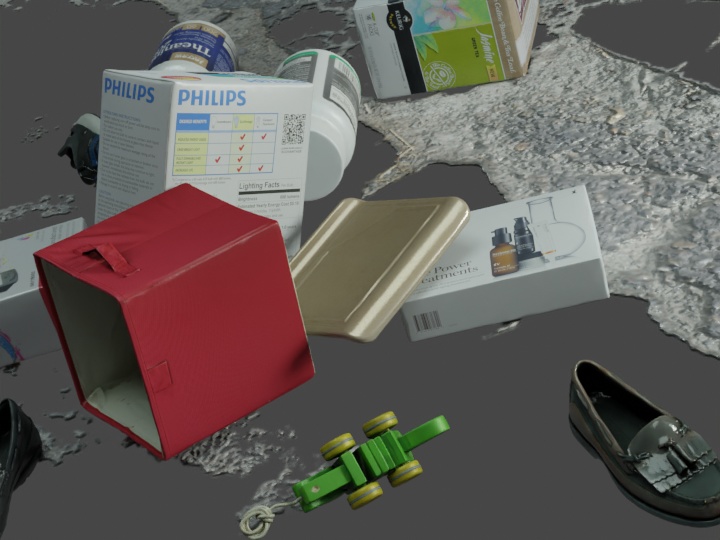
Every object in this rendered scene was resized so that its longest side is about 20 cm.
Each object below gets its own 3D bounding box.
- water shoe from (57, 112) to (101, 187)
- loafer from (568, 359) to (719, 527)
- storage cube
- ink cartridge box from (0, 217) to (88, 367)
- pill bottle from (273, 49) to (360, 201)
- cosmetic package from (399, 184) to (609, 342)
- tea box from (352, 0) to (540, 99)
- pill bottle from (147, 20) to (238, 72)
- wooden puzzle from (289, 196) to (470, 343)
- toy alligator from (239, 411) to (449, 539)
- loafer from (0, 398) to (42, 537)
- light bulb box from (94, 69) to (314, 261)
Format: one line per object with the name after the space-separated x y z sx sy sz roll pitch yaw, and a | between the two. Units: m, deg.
-0.311 -0.133 2.089 0.079 0.071 0.200 -53 38 -4 | water shoe
0.226 0.137 1.336 0.072 0.063 0.200 -27 31 -16 | loafer
-0.175 0.042 1.579 0.179 0.201 0.171 -28 30 -29 | storage cube
-0.384 0.033 1.811 0.199 0.086 0.148 -16 30 1 | ink cartridge box
-0.060 -0.170 1.951 0.113 0.113 0.200 -11 30 11 | pill bottle
0.137 -0.009 1.642 0.199 0.052 0.151 -13 27 8 | cosmetic package
0.114 -0.331 2.108 0.196 0.134 0.200 -8 31 18 | tea box
-0.225 -0.236 2.150 0.111 0.111 0.200 -10 30 12 | pill bottle
0.000 0.000 1.655 0.185 0.037 0.200 -51 30 -22 | wooden puzzle
-0.016 0.176 1.414 0.199 0.059 0.054 -27 -11 -14 | toy alligator
-0.353 0.197 1.532 0.068 0.071 0.201 -7 31 18 | loafer
-0.165 -0.106 1.747 0.198 0.201 0.125 -5 15 -45 | light bulb box
